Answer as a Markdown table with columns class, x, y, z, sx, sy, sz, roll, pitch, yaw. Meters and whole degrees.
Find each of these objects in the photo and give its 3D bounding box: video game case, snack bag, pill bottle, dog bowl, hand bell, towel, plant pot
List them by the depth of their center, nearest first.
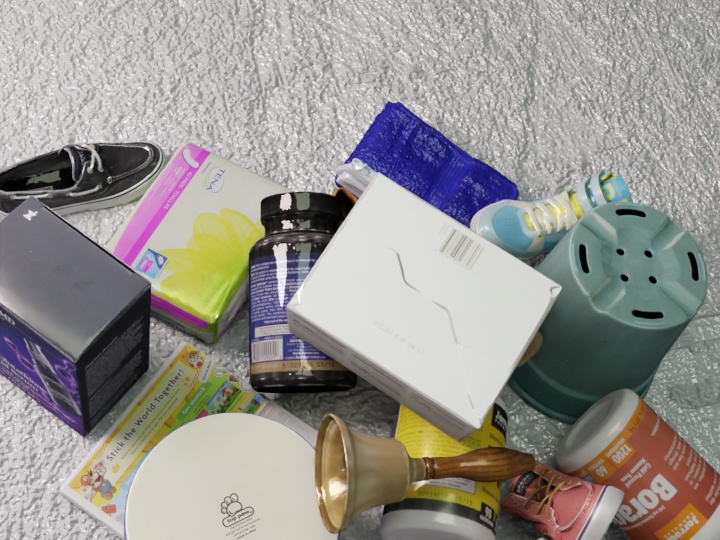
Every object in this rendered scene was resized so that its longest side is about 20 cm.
| class | x | y | z | sx | sy | sz | roll | pitch | yaw |
| --- | --- | --- | --- | --- | --- | --- | --- | --- | --- |
| hand bell | 0.067 | 0.181 | 0.935 | 0.200 | 0.104 | 0.104 | 1 | 61 | -19 |
| dog bowl | -0.120 | 0.238 | 0.960 | 0.200 | 0.079 | 0.200 | 5 | 61 | -8 |
| video game case | -0.166 | 0.195 | 1.033 | 0.182 | 0.023 | 0.200 | 33 | 61 | 8 |
| pill bottle | 0.089 | 0.180 | 1.037 | 0.114 | 0.114 | 0.200 | 13 | 60 | -3 |
| pill bottle | 0.305 | 0.226 | 1.046 | 0.200 | 0.112 | 0.112 | 44 | 62 | 1 |
| pill bottle | -0.061 | 0.025 | 1.067 | 0.112 | 0.112 | 0.200 | 0 | 80 | -11 |
| snack bag | 0.057 | -0.054 | 1.076 | 0.188 | 0.200 | 0.021 | 34 | 89 | -7 |
| plant pot | 0.261 | 0.039 | 1.103 | 0.200 | 0.196 | 0.201 | 4 | 61 | -8 |
| towel | 0.083 | -0.104 | 1.217 | 0.200 | 0.050 | 0.148 | 33 | 59 | -2 |

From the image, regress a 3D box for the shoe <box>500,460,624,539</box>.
| class | x | y | z | sx | sy | sz | roll | pitch | yaw |
| --- | --- | --- | --- | --- | --- | --- | --- | --- | --- |
| shoe | 0.187 | 0.226 | 0.987 | 0.091 | 0.200 | 0.072 | 31 | 77 | 11 |

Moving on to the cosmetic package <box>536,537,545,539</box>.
| class | x | y | z | sx | sy | sz | roll | pitch | yaw |
| --- | --- | --- | --- | --- | --- | --- | --- | --- | --- |
| cosmetic package | 0.115 | 0.354 | 0.964 | 0.200 | 0.081 | 0.113 | -27 | 71 | -24 |

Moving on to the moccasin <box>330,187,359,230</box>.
| class | x | y | z | sx | sy | sz | roll | pitch | yaw |
| --- | --- | --- | --- | --- | --- | --- | --- | --- | --- |
| moccasin | 0.002 | 0.000 | 1.142 | 0.073 | 0.078 | 0.202 | -4 | 62 | -13 |

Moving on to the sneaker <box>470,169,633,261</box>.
| class | x | y | z | sx | sy | sz | roll | pitch | yaw |
| --- | --- | --- | --- | --- | --- | --- | --- | --- | --- |
| sneaker | 0.228 | -0.068 | 1.164 | 0.200 | 0.131 | 0.080 | -8 | 71 | -37 |

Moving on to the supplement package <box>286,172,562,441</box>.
| class | x | y | z | sx | sy | sz | roll | pitch | yaw |
| --- | --- | --- | --- | --- | --- | --- | --- | --- | --- |
| supplement package | 0.056 | 0.037 | 0.958 | 0.200 | 0.111 | 0.156 | 33 | 75 | 5 |

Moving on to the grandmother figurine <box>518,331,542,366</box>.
| class | x | y | z | sx | sy | sz | roll | pitch | yaw |
| --- | --- | --- | --- | --- | --- | --- | --- | --- | --- |
| grandmother figurine | 0.111 | 0.033 | 1.119 | 0.061 | 0.121 | 0.200 | -43 | 44 | -11 |

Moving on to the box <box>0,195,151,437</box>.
| class | x | y | z | sx | sy | sz | roll | pitch | yaw |
| --- | --- | --- | --- | --- | --- | --- | --- | --- | --- |
| box | -0.290 | 0.049 | 0.987 | 0.148 | 0.200 | 0.104 | 35 | 60 | 9 |

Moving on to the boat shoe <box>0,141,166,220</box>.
| class | x | y | z | sx | sy | sz | roll | pitch | yaw |
| --- | --- | --- | --- | --- | --- | --- | --- | --- | --- |
| boat shoe | -0.314 | -0.111 | 1.149 | 0.200 | 0.068 | 0.072 | -17 | 66 | -19 |

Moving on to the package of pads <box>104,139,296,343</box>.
| class | x | y | z | sx | sy | sz | roll | pitch | yaw |
| --- | --- | --- | --- | --- | --- | --- | --- | --- | --- |
| package of pads | -0.174 | -0.034 | 1.133 | 0.154 | 0.068 | 0.200 | 26 | 60 | 4 |
